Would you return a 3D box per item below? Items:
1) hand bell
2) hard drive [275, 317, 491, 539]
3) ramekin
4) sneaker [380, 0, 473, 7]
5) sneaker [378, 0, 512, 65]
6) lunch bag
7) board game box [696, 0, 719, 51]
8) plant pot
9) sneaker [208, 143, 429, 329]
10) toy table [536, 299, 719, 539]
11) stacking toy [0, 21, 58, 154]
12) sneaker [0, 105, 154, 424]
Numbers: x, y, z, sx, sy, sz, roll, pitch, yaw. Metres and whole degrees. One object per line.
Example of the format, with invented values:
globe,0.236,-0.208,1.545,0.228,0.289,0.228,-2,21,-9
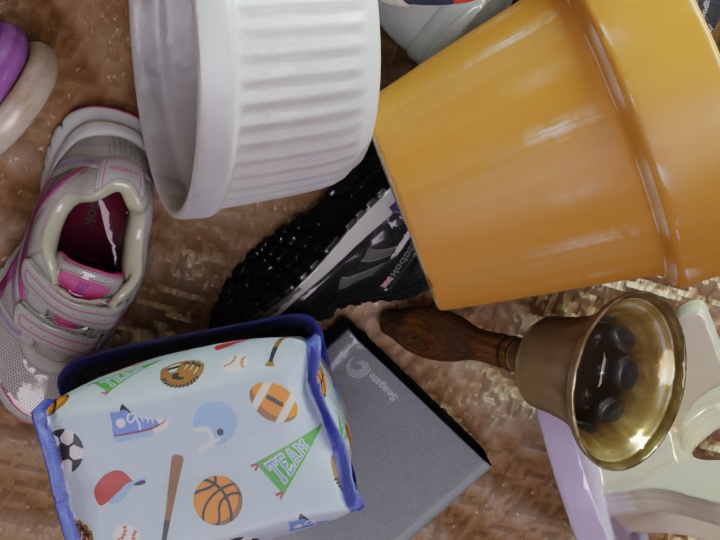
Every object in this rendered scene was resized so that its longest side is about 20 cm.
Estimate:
hand bell,0.085,0.048,1.338,0.104,0.200,0.105,-12,107,-43
hard drive,-0.035,0.142,1.434,0.200,0.033,0.140,-43,112,8
ramekin,-0.060,-0.132,1.231,0.105,0.200,0.201,-6,113,-15
sneaker,0.041,-0.231,1.199,0.084,0.075,0.200,9,135,24
sneaker,0.078,-0.212,1.285,0.089,0.075,0.200,47,105,13
lunch bag,-0.091,0.097,1.290,0.169,0.200,0.124,-13,90,0
board game box,0.171,-0.141,1.353,0.135,0.028,0.200,22,107,-16
plant pot,0.106,-0.068,1.248,0.183,0.200,0.201,-21,114,0
sneaker,0.000,0.000,1.361,0.200,0.076,0.088,-41,118,8
toy table,0.192,0.120,1.398,0.117,0.184,0.200,-18,121,16
stacking toy,-0.266,-0.147,1.240,0.085,0.085,0.200,-45,115,10
sneaker,-0.174,0.007,1.323,0.081,0.088,0.201,12,110,-14
